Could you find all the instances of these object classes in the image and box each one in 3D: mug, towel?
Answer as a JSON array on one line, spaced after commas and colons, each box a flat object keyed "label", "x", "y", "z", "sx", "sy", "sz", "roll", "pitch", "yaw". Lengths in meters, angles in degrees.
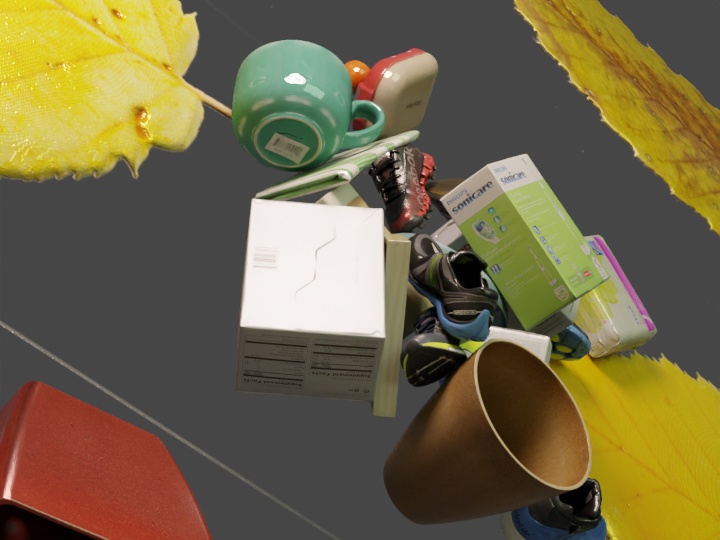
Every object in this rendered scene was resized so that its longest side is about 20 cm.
[{"label": "mug", "x": -0.074, "y": -0.203, "z": 1.599, "sx": 0.152, "sy": 0.185, "sz": 0.114, "roll": 66, "pitch": 20, "yaw": -44}, {"label": "towel", "x": -0.028, "y": -0.131, "z": 1.619, "sx": 0.200, "sy": 0.153, "sz": 0.023, "roll": -35, "pitch": 106, "yaw": -56}]

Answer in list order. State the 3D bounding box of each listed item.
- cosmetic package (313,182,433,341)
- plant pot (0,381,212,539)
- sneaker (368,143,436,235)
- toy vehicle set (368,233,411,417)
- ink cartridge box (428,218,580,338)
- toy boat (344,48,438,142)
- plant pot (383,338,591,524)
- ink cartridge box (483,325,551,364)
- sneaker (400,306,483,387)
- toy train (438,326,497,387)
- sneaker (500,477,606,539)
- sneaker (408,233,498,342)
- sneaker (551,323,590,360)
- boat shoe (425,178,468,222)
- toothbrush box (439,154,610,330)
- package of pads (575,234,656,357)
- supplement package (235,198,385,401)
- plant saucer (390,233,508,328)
[{"label": "cosmetic package", "x": 0.000, "y": 0.000, "z": 1.560, "sx": 0.200, "sy": 0.105, "sz": 0.071, "roll": 51, "pitch": 34, "yaw": -2}, {"label": "plant pot", "x": -0.246, "y": 0.211, "z": 0.992, "sx": 0.200, "sy": 0.200, "sz": 0.176, "roll": 31, "pitch": 25, "yaw": -28}, {"label": "sneaker", "x": 0.053, "y": -0.120, "z": 1.768, "sx": 0.098, "sy": 0.071, "sz": 0.200, "roll": 40, "pitch": 32, "yaw": -22}, {"label": "toy vehicle set", "x": 0.032, "y": 0.060, "z": 1.447, "sx": 0.026, "sy": 0.200, "sz": 0.124, "roll": 4, "pitch": 6, "yaw": -3}, {"label": "ink cartridge box", "x": 0.183, "y": 0.018, "z": 1.724, "sx": 0.200, "sy": 0.147, "sz": 0.083, "roll": 43, "pitch": 36, "yaw": -11}, {"label": "toy boat", "x": 0.028, "y": -0.274, "z": 1.871, "sx": 0.131, "sy": 0.131, "sz": 0.200, "roll": 28, "pitch": 28, "yaw": 18}, {"label": "plant pot", "x": 0.127, "y": 0.207, "z": 1.421, "sx": 0.186, "sy": 0.200, "sz": 0.186, "roll": 31, "pitch": 38, "yaw": -28}, {"label": "ink cartridge box", "x": 0.163, "y": 0.172, "z": 1.539, "sx": 0.050, "sy": 0.109, "sz": 0.200, "roll": 49, "pitch": 53, "yaw": -71}, {"label": "sneaker", "x": 0.085, "y": 0.083, "z": 1.446, "sx": 0.081, "sy": 0.074, "sz": 0.200, "roll": 60, "pitch": 15, "yaw": 13}, {"label": "toy train", "x": 0.188, "y": 0.163, "z": 1.616, "sx": 0.087, "sy": 0.114, "sz": 0.200, "roll": -15, "pitch": 70, "yaw": -55}, {"label": "sneaker", "x": 0.278, "y": 0.310, "z": 1.586, "sx": 0.200, "sy": 0.111, "sz": 0.077, "roll": 16, "pitch": 46, "yaw": -42}, {"label": "sneaker", "x": 0.109, "y": 0.008, "z": 1.437, "sx": 0.071, "sy": 0.083, "sz": 0.200, "roll": 16, "pitch": 20, "yaw": -27}, {"label": "sneaker", "x": 0.266, "y": 0.059, "z": 1.840, "sx": 0.200, "sy": 0.071, "sz": 0.083, "roll": 39, "pitch": 41, "yaw": -13}, {"label": "boat shoe", "x": 0.147, "y": -0.090, "z": 1.807, "sx": 0.072, "sy": 0.201, "sz": 0.066, "roll": -15, "pitch": 106, "yaw": -20}, {"label": "toothbrush box", "x": 0.213, "y": -0.040, "z": 1.598, "sx": 0.200, "sy": 0.086, "sz": 0.146, "roll": 58, "pitch": 29, "yaw": 6}, {"label": "package of pads", "x": 0.380, "y": 0.039, "z": 2.014, "sx": 0.154, "sy": 0.068, "sz": 0.200, "roll": -6, "pitch": 62, "yaw": -53}, {"label": "supplement package", "x": -0.055, "y": 0.031, "z": 1.397, "sx": 0.156, "sy": 0.111, "sz": 0.200, "roll": 4, "pitch": 45, "yaw": -4}, {"label": "plant saucer", "x": 0.110, "y": 0.011, "z": 1.620, "sx": 0.200, "sy": 0.200, "sz": 0.027, "roll": 40, "pitch": 73, "yaw": -17}]
